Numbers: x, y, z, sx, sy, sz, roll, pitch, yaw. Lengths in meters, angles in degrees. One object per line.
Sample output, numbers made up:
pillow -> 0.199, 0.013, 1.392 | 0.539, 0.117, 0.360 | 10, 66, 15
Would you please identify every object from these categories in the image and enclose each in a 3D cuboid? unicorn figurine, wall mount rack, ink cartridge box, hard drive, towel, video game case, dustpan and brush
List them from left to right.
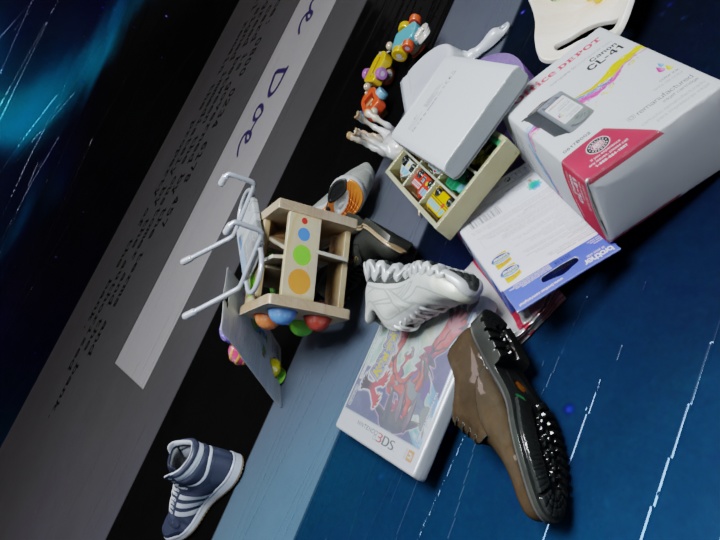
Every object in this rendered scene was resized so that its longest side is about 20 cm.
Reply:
wall mount rack -> -0.192, -0.030, 0.885 | 0.176, 0.073, 0.203 | -59, 31, 30
unicorn figurine -> 0.048, -0.187, 0.968 | 0.075, 0.135, 0.202 | -54, 16, 23
video game case -> 0.058, 0.116, 0.736 | 0.181, 0.023, 0.204 | 8, 70, 61
hard drive -> 0.110, -0.192, 0.760 | 0.133, 0.026, 0.201 | -54, 25, 9
dustpan and brush -> 0.150, -0.325, 1.000 | 0.200, 0.056, 0.142 | -45, 34, 35
towel -> 0.127, 0.057, 0.722 | 0.201, 0.022, 0.145 | -50, 31, 16
ink cartridge box -> 0.179, -0.034, 0.675 | 0.117, 0.042, 0.202 | -31, 33, 6
ink cartridge box -> 0.247, -0.144, 0.633 | 0.146, 0.086, 0.202 | -36, 36, 9

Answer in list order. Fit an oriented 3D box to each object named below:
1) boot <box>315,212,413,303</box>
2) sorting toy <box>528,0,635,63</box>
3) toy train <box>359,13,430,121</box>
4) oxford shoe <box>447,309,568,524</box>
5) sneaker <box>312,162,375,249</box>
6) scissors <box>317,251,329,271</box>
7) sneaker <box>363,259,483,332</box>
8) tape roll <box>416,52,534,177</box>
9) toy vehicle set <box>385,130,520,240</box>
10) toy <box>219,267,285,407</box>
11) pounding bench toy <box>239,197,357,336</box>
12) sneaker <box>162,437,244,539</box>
boot -> 0.000, 0.000, 0.919 | 0.141, 0.076, 0.200 | -63, 18, 0
sorting toy -> 0.286, -0.353, 0.781 | 0.197, 0.105, 0.185 | -3, 68, 54
toy train -> 0.065, -0.358, 1.144 | 0.201, 0.055, 0.152 | -48, 33, 23
oxford shoe -> 0.132, 0.143, 0.589 | 0.084, 0.072, 0.203 | -43, 39, 28
sneaker -> -0.036, -0.108, 1.073 | 0.199, 0.076, 0.092 | -35, 10, 47
scissors -> -0.093, 0.027, 1.033 | 0.199, 0.014, 0.075 | -32, 32, 60
sneaker -> 0.065, 0.032, 0.718 | 0.198, 0.073, 0.084 | 0, 76, 61
tape roll -> 0.157, -0.185, 0.846 | 0.198, 0.065, 0.204 | -35, 39, 34
toy vehicle set -> 0.105, -0.132, 0.777 | 0.125, 0.026, 0.201 | -52, 28, 12
toy -> -0.173, 0.109, 0.944 | 0.046, 0.202, 0.117 | -18, 44, 11
pounding bench toy -> -0.106, 0.013, 0.918 | 0.199, 0.121, 0.161 | -21, 60, 59
sneaker -> -0.280, 0.339, 0.984 | 0.201, 0.107, 0.071 | -48, 32, 18
